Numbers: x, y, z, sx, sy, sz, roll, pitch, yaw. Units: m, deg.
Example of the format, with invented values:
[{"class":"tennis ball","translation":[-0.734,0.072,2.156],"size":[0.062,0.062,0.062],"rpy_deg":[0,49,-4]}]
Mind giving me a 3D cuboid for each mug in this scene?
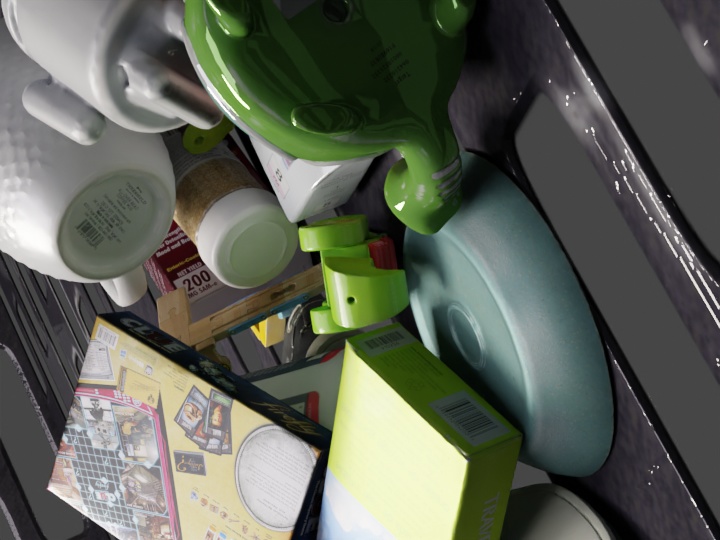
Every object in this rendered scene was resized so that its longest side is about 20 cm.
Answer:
[{"class":"mug","translation":[-0.203,-0.057,1.196],"size":[0.175,0.147,0.200],"rpy_deg":[43,160,42]}]

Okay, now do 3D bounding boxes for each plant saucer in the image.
[{"class":"plant saucer","translation":[0.074,0.032,0.966],"size":[0.200,0.036,0.200],"rpy_deg":[54,157,35]}]

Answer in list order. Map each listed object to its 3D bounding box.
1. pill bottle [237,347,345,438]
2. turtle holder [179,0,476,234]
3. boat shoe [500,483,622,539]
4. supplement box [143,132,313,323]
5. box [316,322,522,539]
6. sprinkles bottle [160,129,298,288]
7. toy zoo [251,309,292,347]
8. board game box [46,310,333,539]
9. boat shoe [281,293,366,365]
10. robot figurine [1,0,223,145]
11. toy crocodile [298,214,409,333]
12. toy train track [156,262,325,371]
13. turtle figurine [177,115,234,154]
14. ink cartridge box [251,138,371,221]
[{"class":"pill bottle","translation":[-0.059,0.128,1.174],"size":[0.200,0.120,0.120],"rpy_deg":[-16,98,34]},{"class":"turtle holder","translation":[-0.008,-0.118,0.896],"size":[0.185,0.141,0.132],"rpy_deg":[24,166,-12]},{"class":"boat shoe","translation":[0.110,0.171,1.018],"size":[0.062,0.073,0.200],"rpy_deg":[28,166,-22]},{"class":"supplement box","translation":[-0.127,-0.044,1.323],"size":[0.200,0.109,0.061],"rpy_deg":[53,164,36]},{"class":"box","translation":[0.028,0.147,1.010],"size":[0.122,0.048,0.200],"rpy_deg":[42,136,39]},{"class":"sprinkles bottle","translation":[-0.118,-0.065,1.234],"size":[0.200,0.068,0.068],"rpy_deg":[47,153,45]},{"class":"toy zoo","translation":[-0.107,-0.025,1.435],"size":[0.200,0.020,0.131],"rpy_deg":[53,157,38]},{"class":"board game box","translation":[-0.111,0.129,1.115],"size":[0.200,0.035,0.136],"rpy_deg":[28,108,29]},{"class":"boat shoe","translation":[-0.027,0.108,1.280],"size":[0.068,0.072,0.200],"rpy_deg":[42,142,43]},{"class":"robot figurine","translation":[-0.150,-0.160,1.061],"size":[0.200,0.170,0.113],"rpy_deg":[38,-176,39]},{"class":"toy crocodile","translation":[0.000,0.000,1.055],"size":[0.200,0.062,0.068],"rpy_deg":[-50,-47,-85]},{"class":"toy train track","translation":[-0.085,0.043,1.192],"size":[0.033,0.200,0.115],"rpy_deg":[57,-168,-37]},{"class":"turtle figurine","translation":[-0.144,-0.163,1.203],"size":[0.161,0.064,0.200],"rpy_deg":[-110,-5,-51]},{"class":"ink cartridge box","translation":[-0.042,-0.135,1.057],"size":[0.163,0.057,0.200],"rpy_deg":[65,166,9]}]
